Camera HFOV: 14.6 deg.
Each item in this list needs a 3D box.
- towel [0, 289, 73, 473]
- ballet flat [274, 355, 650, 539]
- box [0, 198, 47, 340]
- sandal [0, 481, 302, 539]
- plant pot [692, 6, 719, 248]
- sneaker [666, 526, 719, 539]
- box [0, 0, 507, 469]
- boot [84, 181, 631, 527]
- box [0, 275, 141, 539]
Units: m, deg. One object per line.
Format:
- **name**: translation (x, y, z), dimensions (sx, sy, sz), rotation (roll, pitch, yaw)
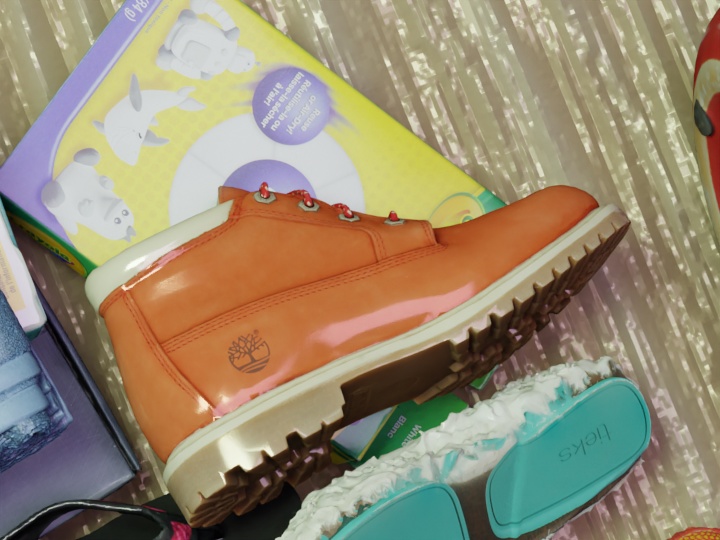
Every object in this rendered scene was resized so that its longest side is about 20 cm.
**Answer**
- **towel**: translation (-0.190, -0.007, 0.929), dimensions (0.111, 0.049, 0.200), rotation (-30, 89, -13)
- **ballet flat**: translation (0.026, 0.089, 1.026), dimensions (0.200, 0.072, 0.072), rotation (-26, 90, -39)
- **box**: translation (-0.216, 0.019, 0.970), dimensions (0.199, 0.049, 0.083), rotation (-21, 86, -12)
- **sandal**: translation (-0.103, 0.113, 0.982), dimensions (0.199, 0.075, 0.045), rotation (-19, 132, -26)
- **plant pot**: translation (0.230, -0.045, 1.038), dimensions (0.182, 0.200, 0.201), rotation (-17, 89, -8)
- **sneaker**: translation (0.131, 0.197, 1.059), dimensions (0.073, 0.077, 0.201), rotation (5, 83, -8)
- **box**: translation (-0.030, -0.015, 1.063), dimensions (0.200, 0.048, 0.118), rotation (37, 80, -7)
- **boot**: translation (0.000, 0.000, 1.010), dimensions (0.199, 0.075, 0.107), rotation (-25, 71, -21)
- **box**: translation (-0.203, 0.059, 1.021), dimensions (0.200, 0.051, 0.158), rotation (-30, 92, -12)
